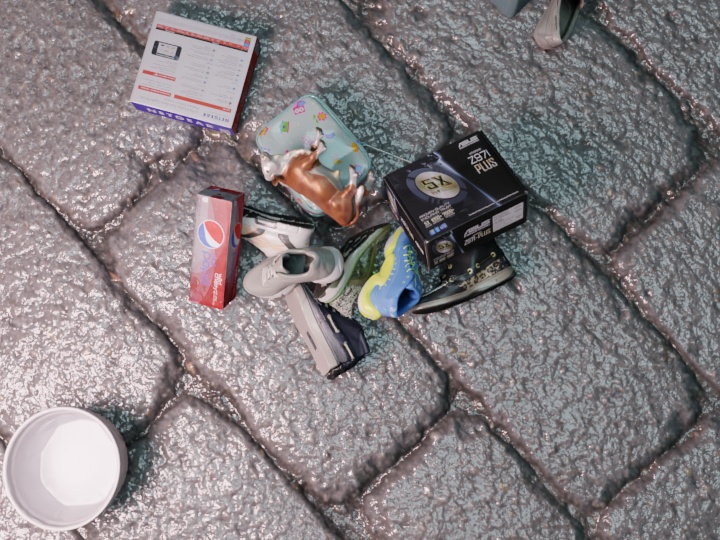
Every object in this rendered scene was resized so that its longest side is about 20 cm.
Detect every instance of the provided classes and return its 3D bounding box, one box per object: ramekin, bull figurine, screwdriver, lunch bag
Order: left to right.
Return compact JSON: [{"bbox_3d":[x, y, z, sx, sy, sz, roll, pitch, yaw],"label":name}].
[{"bbox_3d":[-0.494,0.332,1.413,0.197,0.105,0.204,0,83,-1],"label":"ramekin"},{"bbox_3d":[-0.073,-0.162,1.409,0.199,0.065,0.122,36,118,-6],"label":"bull figurine"},{"bbox_3d":[-0.077,-0.207,1.496,0.160,0.077,0.201,-40,85,-6],"label":"lunch bag"},{"bbox_3d":[0.088,-0.197,1.516,0.197,0.028,0.029,18,54,-1],"label":"screwdriver"}]

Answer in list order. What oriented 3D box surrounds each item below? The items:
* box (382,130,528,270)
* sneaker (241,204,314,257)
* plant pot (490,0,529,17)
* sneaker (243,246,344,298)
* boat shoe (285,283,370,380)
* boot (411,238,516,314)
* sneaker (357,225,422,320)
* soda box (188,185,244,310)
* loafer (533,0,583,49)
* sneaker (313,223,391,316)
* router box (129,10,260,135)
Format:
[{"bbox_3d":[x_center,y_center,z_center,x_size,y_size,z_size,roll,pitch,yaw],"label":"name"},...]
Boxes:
[{"bbox_3d":[0.163,-0.123,1.423,0.198,0.087,0.165,-25,56,-6],"label":"box"},{"bbox_3d":[-0.182,-0.066,1.481,0.197,0.074,0.081,15,112,13],"label":"sneaker"},{"bbox_3d":[0.285,-0.625,1.487,0.196,0.200,0.196,-45,85,-5],"label":"plant pot"},{"bbox_3d":[-0.131,-0.004,1.401,0.198,0.092,0.077,-17,74,29],"label":"sneaker"},{"bbox_3d":[-0.059,0.089,1.470,0.092,0.075,0.202,-20,77,-26],"label":"boat shoe"},{"bbox_3d":[0.161,-0.019,1.476,0.201,0.074,0.156,-21,81,-7],"label":"boot"},{"bbox_3d":[0.081,0.006,1.441,0.104,0.076,0.202,13,65,40],"label":"sneaker"},{"bbox_3d":[-0.249,-0.039,1.436,0.069,0.063,0.203,13,112,10],"label":"soda box"},{"bbox_3d":[0.389,-0.504,1.529,0.069,0.069,0.203,23,87,-33],"label":"loafer"},{"bbox_3d":[0.000,0.000,1.473,0.089,0.077,0.201,48,66,-22],"label":"sneaker"},{"bbox_3d":[-0.305,-0.365,1.529,0.197,0.049,0.182,15,83,2],"label":"router box"}]
